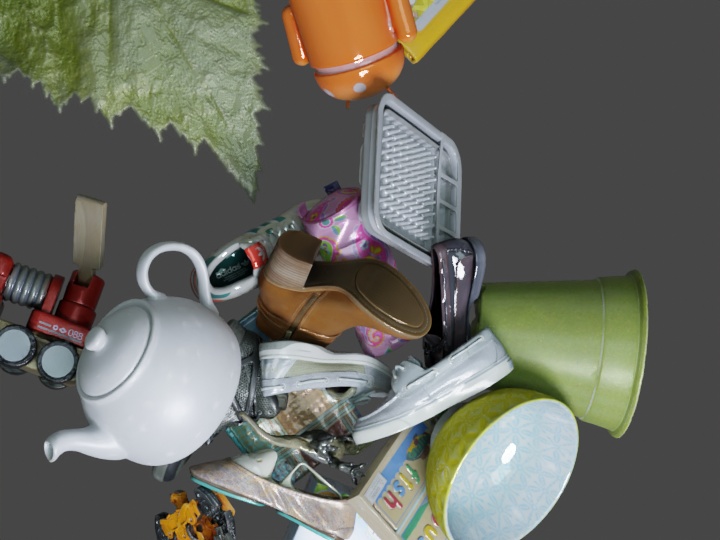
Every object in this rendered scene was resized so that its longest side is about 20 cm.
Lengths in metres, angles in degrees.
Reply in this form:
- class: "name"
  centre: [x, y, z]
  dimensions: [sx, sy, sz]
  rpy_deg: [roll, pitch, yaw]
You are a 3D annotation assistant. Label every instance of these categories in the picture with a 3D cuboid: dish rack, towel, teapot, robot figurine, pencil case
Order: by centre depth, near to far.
- class: "teapot"
  centre: [-0.233, 0.099, 1.220]
  dimensions: [0.197, 0.201, 0.146]
  rpy_deg: [-35, 130, 18]
- class: "robot figurine"
  centre: [-0.162, 0.341, 1.300]
  dimensions: [0.058, 0.145, 0.201]
  rpy_deg: [-16, 74, -49]
- class: "robot figurine"
  centre: [-0.014, -0.287, 1.323]
  dimensions: [0.143, 0.117, 0.202]
  rpy_deg: [-20, 112, -4]
- class: "dish rack"
  centre: [0.055, -0.096, 1.325]
  dimensions: [0.043, 0.200, 0.173]
  rpy_deg: [-6, 71, 31]
- class: "pencil case"
  centre: [0.000, 0.000, 1.330]
  dimensions: [0.087, 0.087, 0.201]
  rpy_deg: [-30, 112, -10]
- class: "towel"
  centre: [-0.103, 0.150, 1.364]
  dimensions: [0.146, 0.022, 0.201]
  rpy_deg: [-37, 97, -9]

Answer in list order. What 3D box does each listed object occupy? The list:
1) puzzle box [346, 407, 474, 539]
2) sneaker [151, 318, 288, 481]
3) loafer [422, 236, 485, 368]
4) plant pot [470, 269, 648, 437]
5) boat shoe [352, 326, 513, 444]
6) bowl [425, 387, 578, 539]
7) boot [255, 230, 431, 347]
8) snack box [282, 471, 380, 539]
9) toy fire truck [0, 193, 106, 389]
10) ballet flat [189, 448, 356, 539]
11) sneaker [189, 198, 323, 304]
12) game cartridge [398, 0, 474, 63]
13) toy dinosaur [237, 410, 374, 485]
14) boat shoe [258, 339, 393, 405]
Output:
- class: "puzzle box"
  centre: [0.078, 0.250, 1.340]
  dimensions: [0.133, 0.025, 0.200]
  rpy_deg: [49, 45, -9]
- class: "sneaker"
  centre: [-0.155, 0.168, 1.305]
  dimensions: [0.114, 0.076, 0.200]
  rpy_deg: [32, 80, -4]
- class: "loafer"
  centre: [0.094, 0.055, 1.331]
  dimensions: [0.062, 0.072, 0.202]
  rpy_deg: [0, 111, -26]
- class: "plant pot"
  centre: [0.226, 0.086, 1.359]
  dimensions: [0.188, 0.200, 0.202]
  rpy_deg: [8, 88, 0]
- class: "boat shoe"
  centre: [0.072, 0.128, 1.286]
  dimensions: [0.200, 0.070, 0.072]
  rpy_deg: [-28, 85, 3]
- class: "bowl"
  centre: [0.143, 0.211, 1.306]
  dimensions: [0.199, 0.108, 0.202]
  rpy_deg: [-18, 123, -29]
- class: "boot"
  centre: [-0.027, 0.054, 1.281]
  dimensions: [0.199, 0.156, 0.077]
  rpy_deg: [23, 47, 1]
- class: "snack box"
  centre: [0.001, 0.359, 1.358]
  dimensions: [0.199, 0.068, 0.170]
  rpy_deg: [25, 88, -11]
- class: "toy fire truck"
  centre: [-0.364, 0.013, 1.271]
  dimensions: [0.175, 0.129, 0.202]
  rpy_deg: [21, 74, -10]
- class: "ballet flat"
  centre: [-0.094, 0.242, 1.288]
  dimensions: [0.199, 0.068, 0.068]
  rpy_deg: [25, 85, -7]
- class: "sneaker"
  centre: [-0.105, -0.020, 1.327]
  dimensions: [0.199, 0.093, 0.071]
  rpy_deg: [-28, 95, -10]
- class: "game cartridge"
  centre: [0.072, -0.387, 1.396]
  dimensions: [0.176, 0.032, 0.200]
  rpy_deg: [43, 83, -8]
- class: "toy dinosaur"
  centre: [-0.044, 0.201, 1.291]
  dimensions: [0.199, 0.088, 0.048]
  rpy_deg: [22, 90, -43]
- class: "boat shoe"
  centre: [-0.038, 0.127, 1.315]
  dimensions: [0.201, 0.074, 0.065]
  rpy_deg: [20, 68, -47]
